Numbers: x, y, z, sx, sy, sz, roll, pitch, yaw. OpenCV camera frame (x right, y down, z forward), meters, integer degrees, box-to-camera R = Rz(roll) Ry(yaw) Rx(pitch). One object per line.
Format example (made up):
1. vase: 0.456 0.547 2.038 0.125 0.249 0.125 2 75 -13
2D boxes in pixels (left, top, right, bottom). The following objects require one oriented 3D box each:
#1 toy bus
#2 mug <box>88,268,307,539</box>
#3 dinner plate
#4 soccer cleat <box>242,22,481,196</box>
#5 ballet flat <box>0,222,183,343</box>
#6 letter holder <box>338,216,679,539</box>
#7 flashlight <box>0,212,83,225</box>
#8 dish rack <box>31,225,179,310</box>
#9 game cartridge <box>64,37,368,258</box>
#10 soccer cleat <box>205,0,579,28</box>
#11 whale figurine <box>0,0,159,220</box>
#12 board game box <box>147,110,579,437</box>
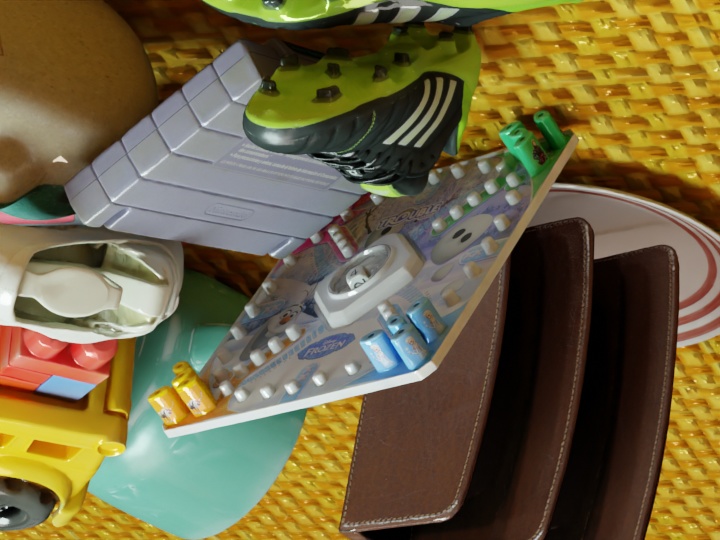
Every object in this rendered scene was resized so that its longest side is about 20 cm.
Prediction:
1. toy bus: -0.217 0.050 1.598 0.199 0.136 0.192 13 155 -21
2. mug: -0.111 0.064 1.770 0.114 0.152 0.185 29 114 -32
3. dinner plate: 0.129 -0.007 1.666 0.199 0.024 0.200 8 153 4
4. soccer cleat: 0.006 -0.071 1.403 0.067 0.082 0.200 10 -162 26
5. ballet flat: -0.138 0.009 1.473 0.069 0.070 0.200 -8 174 32
6. letter holder: 0.087 0.063 1.568 0.142 0.201 0.100 -12 146 37
7. flashlight: -0.202 -0.043 1.568 0.199 0.068 0.068 -1 133 8
8. dish rack: -0.203 -0.038 1.664 0.171 0.044 0.200 -5 141 12
9. game cartridge: -0.050 -0.062 1.484 0.130 0.038 0.200 -42 158 18
10. soccer cleat: 0.014 -0.142 1.381 0.199 0.068 0.081 1 166 20
11. whale figurine: -0.205 -0.085 1.476 0.199 0.160 0.104 2 140 -28
12. board game box: 0.000 0.000 1.546 0.199 0.200 0.026 -16 120 42
